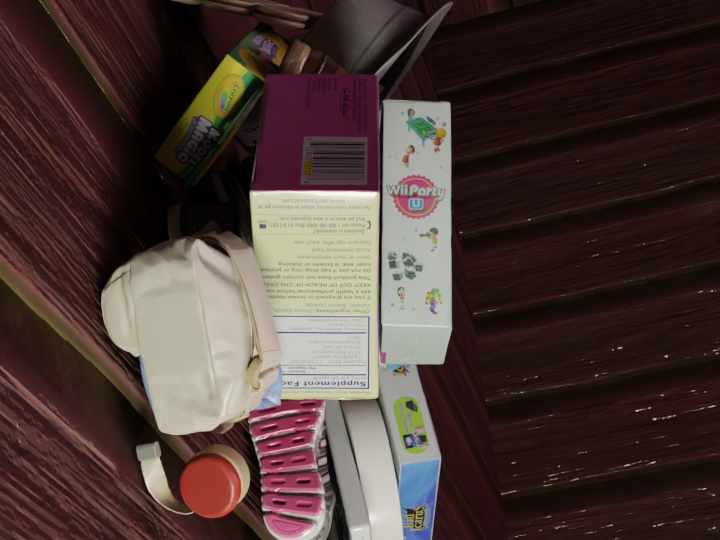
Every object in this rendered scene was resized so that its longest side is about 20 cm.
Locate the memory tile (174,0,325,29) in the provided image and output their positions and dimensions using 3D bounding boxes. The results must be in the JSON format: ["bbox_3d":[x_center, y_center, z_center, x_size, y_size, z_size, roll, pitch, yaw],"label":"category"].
[{"bbox_3d":[-0.110,-0.257,1.297,0.200,0.152,0.017,-47,152,-76],"label":"memory tile"}]

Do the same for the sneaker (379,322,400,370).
[{"bbox_3d":[0.000,0.000,1.284,0.076,0.081,0.201,-15,85,-43],"label":"sneaker"}]

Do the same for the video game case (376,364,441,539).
[{"bbox_3d":[0.037,0.176,1.384,0.201,0.045,0.182,92,-12,-49],"label":"video game case"}]

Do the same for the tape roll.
[{"bbox_3d":[0.007,0.223,1.348,0.203,0.037,0.204,171,-90,-82],"label":"tape roll"}]

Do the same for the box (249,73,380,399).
[{"bbox_3d":[-0.032,-0.028,1.072,0.176,0.096,0.201,-89,180,-54],"label":"box"}]

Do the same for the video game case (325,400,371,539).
[{"bbox_3d":[-0.015,0.242,1.320,0.200,0.023,0.183,-106,-169,-51],"label":"video game case"}]

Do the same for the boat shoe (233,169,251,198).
[{"bbox_3d":[-0.088,-0.015,1.349,0.074,0.063,0.202,-93,168,-53],"label":"boat shoe"}]

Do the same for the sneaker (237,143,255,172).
[{"bbox_3d":[-0.034,-0.081,1.374,0.083,0.199,0.072,-49,165,-41],"label":"sneaker"}]

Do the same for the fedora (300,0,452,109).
[{"bbox_3d":[-0.006,-0.203,1.274,0.177,0.090,0.200,-50,177,-41],"label":"fedora"}]

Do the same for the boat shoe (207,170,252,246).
[{"bbox_3d":[-0.078,-0.009,1.243,0.201,0.062,0.073,63,-12,-5],"label":"boat shoe"}]

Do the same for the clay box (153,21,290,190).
[{"bbox_3d":[-0.120,-0.149,1.182,0.048,0.115,0.200,37,18,-6],"label":"clay box"}]

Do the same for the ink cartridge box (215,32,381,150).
[{"bbox_3d":[-0.059,-0.183,1.472,0.200,0.146,0.084,38,41,-72],"label":"ink cartridge box"}]

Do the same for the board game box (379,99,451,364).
[{"bbox_3d":[0.047,-0.030,1.181,0.148,0.064,0.201,92,-1,-73],"label":"board game box"}]

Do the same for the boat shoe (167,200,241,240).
[{"bbox_3d":[-0.110,0.023,1.169,0.073,0.062,0.201,-94,168,-52],"label":"boat shoe"}]

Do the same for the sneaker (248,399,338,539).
[{"bbox_3d":[-0.061,0.183,1.238,0.088,0.073,0.201,81,1,-46],"label":"sneaker"}]

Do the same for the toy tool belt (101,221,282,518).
[{"bbox_3d":[-0.105,0.068,0.981,0.123,0.124,0.201,-29,107,-71],"label":"toy tool belt"}]

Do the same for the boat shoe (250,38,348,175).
[{"bbox_3d":[-0.054,-0.125,1.191,0.200,0.067,0.072,115,-5,-62],"label":"boat shoe"}]
